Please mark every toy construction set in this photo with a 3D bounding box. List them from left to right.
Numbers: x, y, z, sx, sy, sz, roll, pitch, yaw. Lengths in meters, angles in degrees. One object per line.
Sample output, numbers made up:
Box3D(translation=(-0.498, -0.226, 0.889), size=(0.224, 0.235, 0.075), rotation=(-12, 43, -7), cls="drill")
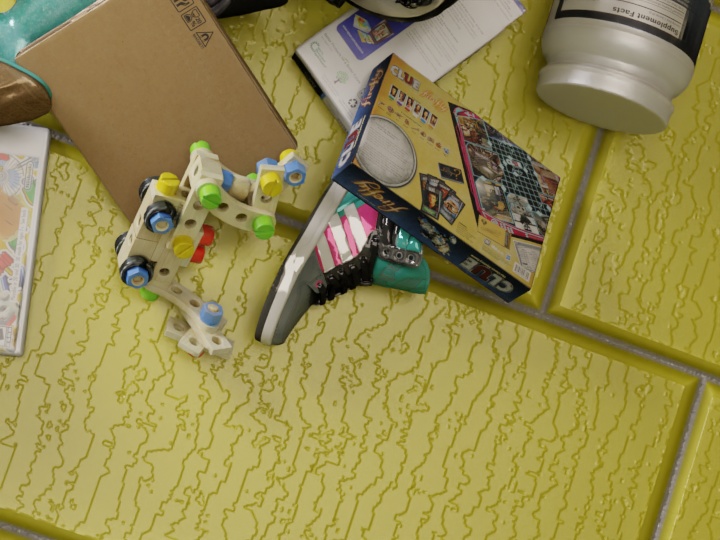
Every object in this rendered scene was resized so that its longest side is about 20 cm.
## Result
Box3D(translation=(-0.134, -0.023, 1.446), size=(0.130, 0.092, 0.201), rotation=(11, 112, -26), cls="toy construction set")

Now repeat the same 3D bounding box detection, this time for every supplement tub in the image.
Box3D(translation=(0.244, -0.238, 1.518), size=(0.139, 0.140, 0.201), rotation=(19, 82, -7), cls="supplement tub")

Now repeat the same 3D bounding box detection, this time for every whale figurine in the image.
Box3D(translation=(-0.243, -0.240, 1.451), size=(0.199, 0.104, 0.160), rotation=(-35, 86, -8), cls="whale figurine")

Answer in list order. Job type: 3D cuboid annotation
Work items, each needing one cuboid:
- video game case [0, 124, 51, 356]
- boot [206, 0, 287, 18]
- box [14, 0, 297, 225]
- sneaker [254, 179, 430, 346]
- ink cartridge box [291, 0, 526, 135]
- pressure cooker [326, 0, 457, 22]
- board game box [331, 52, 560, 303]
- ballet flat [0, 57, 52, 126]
Box3D(translation=(-0.369, -0.035, 1.455), size=(0.180, 0.023, 0.202), rotation=(7, 84, -9), cls="video game case")
Box3D(translation=(-0.105, -0.312, 1.428), size=(0.069, 0.200, 0.175), rotation=(-15, 90, -25), cls="boot")
Box3D(translation=(-0.173, -0.144, 1.442), size=(0.163, 0.021, 0.201), rotation=(-30, 113, 8), cls="box")
Box3D(translation=(0.000, 0.000, 1.488), size=(0.120, 0.084, 0.201), rotation=(30, 80, 4), cls="sneaker")
Box3D(translation=(0.044, -0.214, 1.534), size=(0.199, 0.039, 0.100), rotation=(-36, 91, -9), cls="ink cartridge box")
Box3D(translation=(0.040, -0.311, 1.423), size=(0.178, 0.177, 0.200), rotation=(17, 54, 24), cls="pressure cooker")
Box3D(translation=(0.079, -0.081, 1.477), size=(0.199, 0.035, 0.136), rotation=(35, 51, -19), cls="board game box")
Box3D(translation=(-0.357, -0.156, 1.416), size=(0.199, 0.068, 0.073), rotation=(24, 53, 13), cls="ballet flat")
